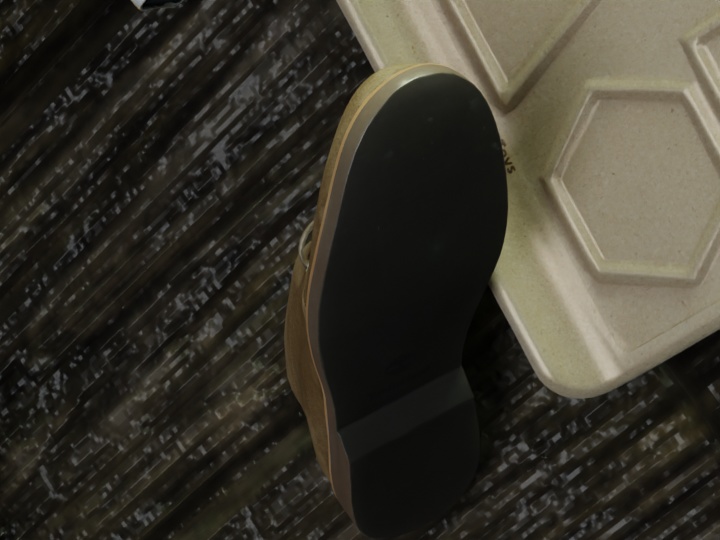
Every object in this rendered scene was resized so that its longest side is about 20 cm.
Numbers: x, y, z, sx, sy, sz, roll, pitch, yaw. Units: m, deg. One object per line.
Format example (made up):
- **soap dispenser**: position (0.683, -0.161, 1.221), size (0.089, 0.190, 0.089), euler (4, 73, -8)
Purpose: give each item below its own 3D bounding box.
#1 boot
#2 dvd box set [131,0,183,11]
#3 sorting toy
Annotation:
- **boot**: position (0.000, 0.000, 0.951), size (0.075, 0.074, 0.200), euler (53, 153, 36)
- **dvd box set**: position (-0.092, -0.214, 1.025), size (0.200, 0.029, 0.146), euler (52, 123, 15)
- **sorting toy**: position (0.103, -0.081, 0.921), size (0.200, 0.036, 0.185), euler (-32, 81, 31)
